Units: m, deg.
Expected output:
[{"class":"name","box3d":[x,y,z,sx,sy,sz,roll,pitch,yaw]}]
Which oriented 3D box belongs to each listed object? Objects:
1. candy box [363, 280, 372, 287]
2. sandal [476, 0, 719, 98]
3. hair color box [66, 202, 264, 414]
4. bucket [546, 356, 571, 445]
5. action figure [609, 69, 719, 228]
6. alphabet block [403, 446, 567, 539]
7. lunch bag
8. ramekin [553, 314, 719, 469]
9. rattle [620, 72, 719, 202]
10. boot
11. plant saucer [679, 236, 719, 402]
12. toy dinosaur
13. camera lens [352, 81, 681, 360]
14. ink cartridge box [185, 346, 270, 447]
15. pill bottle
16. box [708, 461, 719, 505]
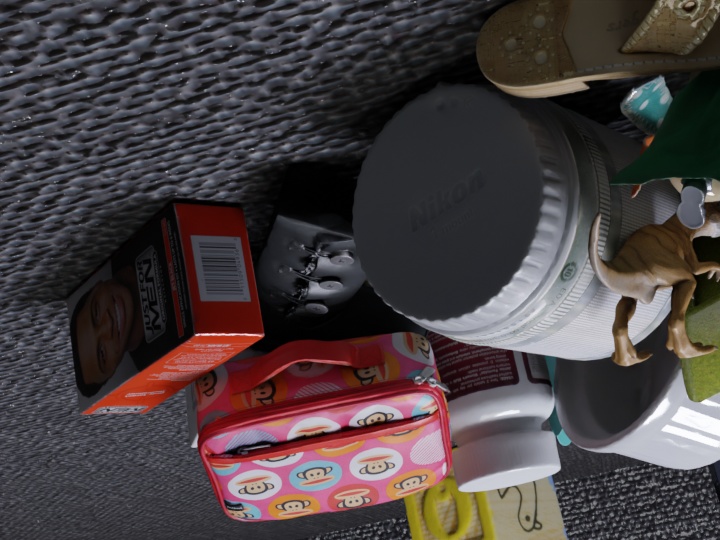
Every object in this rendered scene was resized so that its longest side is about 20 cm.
[{"class":"candy box","box3d":[-0.016,0.004,1.010,0.102,0.027,0.199,7,155,-42]},{"class":"sandal","box3d":[0.149,-0.141,0.604,0.210,0.078,0.069,-14,165,26]},{"class":"hair color box","box3d":[-0.153,0.035,0.902,0.061,0.102,0.200,2,157,-36]},{"class":"bucket","box3d":[0.289,0.101,1.303,0.205,0.136,0.207,-10,163,-3]},{"class":"action figure","box3d":[0.226,-0.104,0.631,0.117,0.201,0.055,10,143,38]},{"class":"alphabet block","box3d":[0.213,0.414,2.096,0.199,0.197,0.196,6,154,-44]},{"class":"lunch bag","box3d":[-0.029,0.116,0.940,0.198,0.082,0.177,-11,139,-1]},{"class":"ramekin","box3d":[0.250,0.062,0.962,0.097,0.202,0.200,21,151,-16]},{"class":"rattle","box3d":[0.200,-0.091,0.737,0.199,0.131,0.143,-25,-152,-22]},{"class":"boot","box3d":[-0.001,0.000,0.900,0.163,0.066,0.200,0,147,-16]},{"class":"plant saucer","box3d":[0.281,-0.038,0.802,0.048,0.201,0.199,35,130,-25]},{"class":"toy dinosaur","box3d":[0.165,0.003,0.699,0.060,0.107,0.199,-3,-169,37]},{"class":"camera lens","box3d":[0.111,-0.027,0.781,0.159,0.161,0.199,-24,158,35]},{"class":"ink cartridge box","box3d":[-0.074,0.094,1.069,0.145,0.084,0.200,-1,158,-16]},{"class":"pill bottle","box3d":[0.108,0.084,1.041,0.108,0.202,0.110,-10,162,-3]},{"class":"box","box3d":[0.699,0.337,2.136,0.147,0.202,0.104,-14,162,8]}]
